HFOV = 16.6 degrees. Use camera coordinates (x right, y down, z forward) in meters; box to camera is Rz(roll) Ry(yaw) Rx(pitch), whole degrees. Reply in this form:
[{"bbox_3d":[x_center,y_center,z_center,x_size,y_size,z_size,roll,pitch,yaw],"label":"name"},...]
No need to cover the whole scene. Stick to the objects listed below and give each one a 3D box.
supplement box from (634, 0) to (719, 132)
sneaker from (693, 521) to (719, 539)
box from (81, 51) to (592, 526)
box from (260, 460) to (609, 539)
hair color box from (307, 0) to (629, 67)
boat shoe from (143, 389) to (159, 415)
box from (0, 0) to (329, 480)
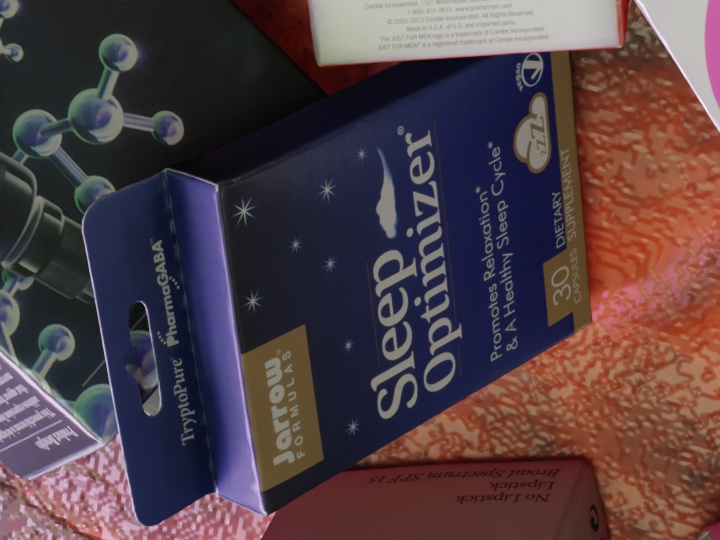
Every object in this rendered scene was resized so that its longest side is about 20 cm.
[{"bbox_3d":[0.136,-0.132,0.709,0.101,0.200,0.104,-27,105,28],"label":"supplement box"},{"bbox_3d":[0.173,0.185,0.923,0.081,0.088,0.201,-16,110,24],"label":"sneaker"},{"bbox_3d":[0.000,0.000,0.828,0.032,0.200,0.122,20,126,44],"label":"box"},{"bbox_3d":[0.016,0.167,0.899,0.127,0.200,0.109,-5,115,19],"label":"box"},{"bbox_3d":[0.026,-0.168,0.750,0.101,0.061,0.201,-2,114,10],"label":"hair color box"},{"bbox_3d":[-0.131,-0.010,0.941,0.200,0.074,0.065,49,139,-10],"label":"boat shoe"},{"bbox_3d":[-0.127,-0.052,0.845,0.200,0.149,0.107,43,157,-9],"label":"box"}]
